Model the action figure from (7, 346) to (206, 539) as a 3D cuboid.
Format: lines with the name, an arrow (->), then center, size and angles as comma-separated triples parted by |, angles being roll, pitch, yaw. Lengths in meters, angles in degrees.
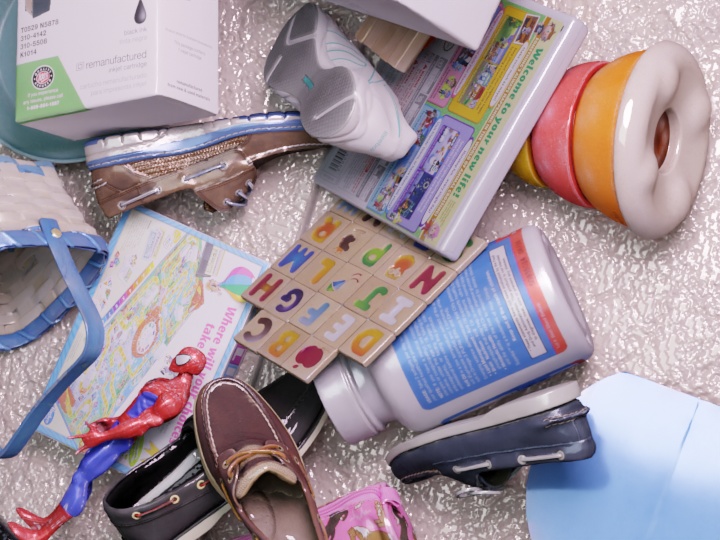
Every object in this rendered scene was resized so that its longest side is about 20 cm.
action figure -> -0.193, 0.132, 1.715 | 0.200, 0.065, 0.052 | -42, 92, 6

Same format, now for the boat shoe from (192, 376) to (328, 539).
boat shoe -> -0.068, 0.156, 1.628 | 0.072, 0.072, 0.201 | -16, 63, -14

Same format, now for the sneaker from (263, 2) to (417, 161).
sneaker -> -0.018, -0.139, 1.713 | 0.070, 0.080, 0.200 | -51, 33, 16

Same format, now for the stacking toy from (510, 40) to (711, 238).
stacking toy -> 0.152, -0.107, 1.675 | 0.199, 0.146, 0.147 | 9, 85, 30

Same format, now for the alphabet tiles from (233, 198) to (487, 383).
alphabet tiles -> 0.000, 0.000, 1.680 | 0.200, 0.006, 0.166 | -45, 38, -15

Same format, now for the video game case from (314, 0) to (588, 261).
video game case -> 0.065, -0.124, 1.692 | 0.182, 0.022, 0.200 | 31, 91, 51

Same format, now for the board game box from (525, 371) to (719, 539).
board game box -> 0.225, 0.171, 1.654 | 0.199, 0.039, 0.159 | 19, 81, 14

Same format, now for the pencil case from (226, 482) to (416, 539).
pencil case -> -0.050, 0.228, 1.692 | 0.199, 0.087, 0.083 | -20, 61, 10

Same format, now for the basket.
basket -> -0.277, 0.025, 1.733 | 0.176, 0.139, 0.200 | -47, 61, 35

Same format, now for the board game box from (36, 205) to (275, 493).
board game box -> -0.164, 0.062, 1.768 | 0.134, 0.034, 0.201 | 24, 89, 16

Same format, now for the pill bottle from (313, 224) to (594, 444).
pill bottle -> 0.065, 0.054, 1.670 | 0.199, 0.112, 0.113 | -24, 77, 9

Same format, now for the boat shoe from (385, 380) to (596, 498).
boat shoe -> 0.097, 0.135, 1.640 | 0.200, 0.075, 0.062 | -24, 84, 42

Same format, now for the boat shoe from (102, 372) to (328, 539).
boat shoe -> -0.107, 0.140, 1.704 | 0.201, 0.063, 0.074 | -38, 31, -9

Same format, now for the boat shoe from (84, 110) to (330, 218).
boat shoe -> -0.115, -0.083, 1.755 | 0.199, 0.072, 0.073 | -9, 94, 2

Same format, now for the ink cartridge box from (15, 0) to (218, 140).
ink cartridge box -> -0.189, -0.214, 1.720 | 0.146, 0.084, 0.201 | -8, 77, 31

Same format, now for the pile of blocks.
pile of blocks -> 0.065, -0.240, 1.700 | 0.082, 0.062, 0.201 | 10, 80, 44

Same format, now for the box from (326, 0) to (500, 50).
box -> 0.017, -0.257, 1.638 | 0.200, 0.097, 0.125 | 24, 90, 45

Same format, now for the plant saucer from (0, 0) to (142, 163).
plant saucer -> -0.233, -0.185, 1.815 | 0.199, 0.036, 0.201 | -2, 84, 15
